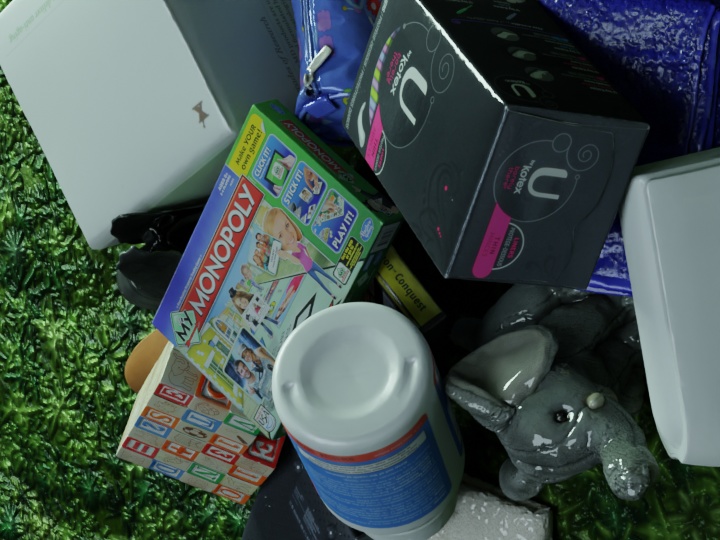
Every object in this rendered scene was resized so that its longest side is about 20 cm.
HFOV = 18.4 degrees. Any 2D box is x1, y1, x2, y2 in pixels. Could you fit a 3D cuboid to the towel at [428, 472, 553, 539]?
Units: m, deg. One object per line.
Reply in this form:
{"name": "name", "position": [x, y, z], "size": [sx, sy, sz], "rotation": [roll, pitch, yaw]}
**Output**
{"name": "towel", "position": [0.063, 0.214, 1.719], "size": [0.199, 0.034, 0.134], "rotation": [18, 116, 37]}

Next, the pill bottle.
{"name": "pill bottle", "position": [0.012, 0.115, 1.541], "size": [0.112, 0.112, 0.200], "rotation": [35, 162, 28]}

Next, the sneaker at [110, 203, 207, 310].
{"name": "sneaker", "position": [-0.106, -0.009, 1.676], "size": [0.104, 0.199, 0.060], "rotation": [-44, 53, 52]}

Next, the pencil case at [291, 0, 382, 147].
{"name": "pencil case", "position": [-0.014, -0.188, 1.566], "size": [0.078, 0.087, 0.201], "rotation": [-17, 66, 34]}

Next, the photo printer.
{"name": "photo printer", "position": [0.252, 0.020, 1.396], "size": [0.069, 0.165, 0.202], "rotation": [-155, 53, -74]}

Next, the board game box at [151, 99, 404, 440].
{"name": "board game box", "position": [-0.061, 0.001, 1.558], "size": [0.134, 0.029, 0.201], "rotation": [41, 123, 23]}

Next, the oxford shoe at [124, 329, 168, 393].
{"name": "oxford shoe", "position": [-0.138, 0.074, 1.828], "size": [0.199, 0.071, 0.072], "rotation": [-15, 96, 45]}

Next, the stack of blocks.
{"name": "stack of blocks", "position": [-0.114, 0.113, 1.738], "size": [0.114, 0.059, 0.200], "rotation": [22, 156, -7]}

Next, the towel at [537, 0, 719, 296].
{"name": "towel", "position": [0.172, -0.084, 1.452], "size": [0.147, 0.049, 0.202], "rotation": [6, 93, 21]}

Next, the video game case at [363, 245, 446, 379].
{"name": "video game case", "position": [0.000, 0.000, 1.629], "size": [0.181, 0.025, 0.200], "rotation": [52, 170, 16]}

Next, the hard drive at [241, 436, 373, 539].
{"name": "hard drive", "position": [-0.041, 0.225, 1.778], "size": [0.135, 0.042, 0.201], "rotation": [60, 144, 34]}

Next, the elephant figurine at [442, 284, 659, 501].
{"name": "elephant figurine", "position": [0.124, 0.088, 1.488], "size": [0.141, 0.200, 0.155], "rotation": [31, 133, -2]}

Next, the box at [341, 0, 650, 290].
{"name": "box", "position": [0.080, -0.092, 1.408], "size": [0.200, 0.105, 0.123], "rotation": [57, 135, 53]}

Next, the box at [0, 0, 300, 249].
{"name": "box", "position": [-0.135, -0.156, 1.673], "size": [0.199, 0.171, 0.201], "rotation": [-34, 81, 43]}
